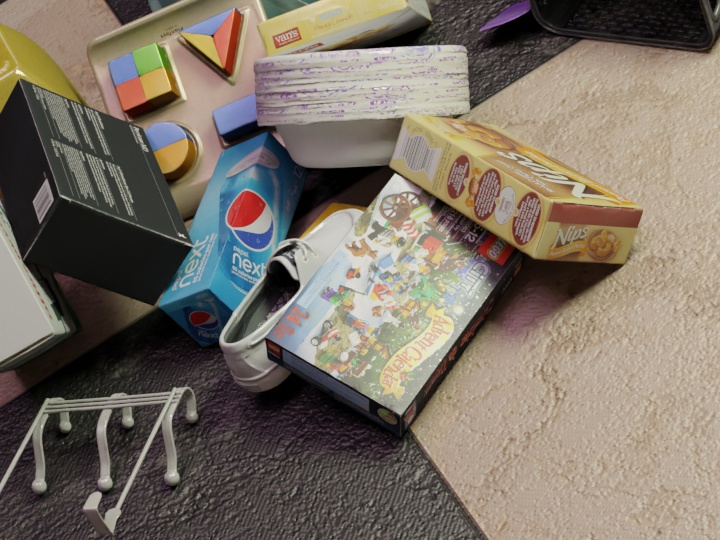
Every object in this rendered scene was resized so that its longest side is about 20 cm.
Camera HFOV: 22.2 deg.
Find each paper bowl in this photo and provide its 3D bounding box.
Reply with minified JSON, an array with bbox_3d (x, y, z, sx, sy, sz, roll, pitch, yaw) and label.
[{"bbox_3d":[0.002,-0.150,1.693,0.198,0.105,0.201,-3,6,0],"label":"paper bowl"}]

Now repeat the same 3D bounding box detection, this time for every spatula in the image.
[{"bbox_3d":[0.183,-0.303,1.849,0.056,0.021,0.201,-12,37,47],"label":"spatula"}]

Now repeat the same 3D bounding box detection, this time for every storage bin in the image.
[{"bbox_3d":[0.252,-0.295,1.719,0.199,0.136,0.094,13,55,38],"label":"storage bin"}]

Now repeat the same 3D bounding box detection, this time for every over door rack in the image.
[{"bbox_3d":[-0.236,0.172,1.550,0.146,0.067,0.200,-7,24,23],"label":"over door rack"}]

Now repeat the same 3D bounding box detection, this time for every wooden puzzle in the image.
[{"bbox_3d":[-0.161,-0.166,1.794,0.184,0.046,0.202,-22,82,7],"label":"wooden puzzle"}]

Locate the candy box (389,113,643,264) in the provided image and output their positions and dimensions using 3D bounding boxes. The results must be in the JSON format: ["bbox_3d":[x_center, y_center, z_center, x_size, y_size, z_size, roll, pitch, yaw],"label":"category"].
[{"bbox_3d":[0.131,-0.071,1.569,0.200,0.115,0.056,36,115,44],"label":"candy box"}]

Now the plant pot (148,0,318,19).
[{"bbox_3d":[-0.139,-0.300,1.919,0.134,0.200,0.201,-44,36,22],"label":"plant pot"}]

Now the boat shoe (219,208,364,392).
[{"bbox_3d":[-0.057,0.011,1.596,0.072,0.069,0.200,19,60,41],"label":"boat shoe"}]

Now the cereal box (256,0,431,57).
[{"bbox_3d":[-0.012,-0.241,1.795,0.143,0.040,0.200,-19,1,11],"label":"cereal box"}]

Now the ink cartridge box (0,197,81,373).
[{"bbox_3d":[-0.328,0.013,1.646,0.083,0.147,0.200,-29,1,-2],"label":"ink cartridge box"}]

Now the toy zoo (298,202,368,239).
[{"bbox_3d":[0.000,0.000,1.645,0.199,0.021,0.132,11,54,36],"label":"toy zoo"}]

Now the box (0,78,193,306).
[{"bbox_3d":[-0.250,-0.073,1.673,0.079,0.140,0.201,-56,36,22],"label":"box"}]

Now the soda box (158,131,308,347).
[{"bbox_3d":[-0.115,-0.031,1.695,0.067,0.064,0.201,-20,39,37],"label":"soda box"}]

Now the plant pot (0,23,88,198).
[{"bbox_3d":[-0.359,-0.127,1.835,0.193,0.201,0.196,-31,41,-5],"label":"plant pot"}]

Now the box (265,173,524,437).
[{"bbox_3d":[0.031,0.025,1.547,0.136,0.038,0.200,28,62,19],"label":"box"}]
